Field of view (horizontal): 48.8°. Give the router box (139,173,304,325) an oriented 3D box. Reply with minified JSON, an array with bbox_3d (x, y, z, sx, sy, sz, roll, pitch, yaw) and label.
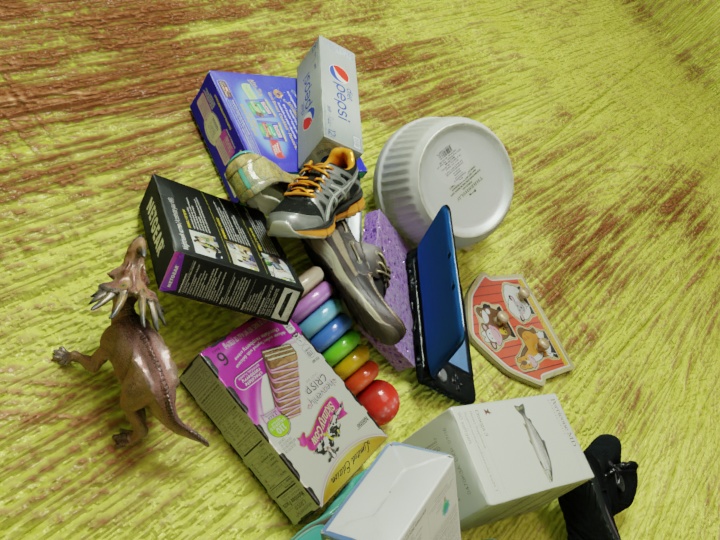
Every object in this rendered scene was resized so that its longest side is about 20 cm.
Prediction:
[{"bbox_3d":[-0.159,-0.027,0.881,0.147,0.052,0.200,19,20,-29],"label":"router box"}]

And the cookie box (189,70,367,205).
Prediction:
[{"bbox_3d":[-0.110,-0.180,1.094,0.198,0.075,0.173,-7,63,-44],"label":"cookie box"}]

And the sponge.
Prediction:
[{"bbox_3d":[0.038,0.023,1.060,0.112,0.029,0.202,49,33,-36],"label":"sponge"}]

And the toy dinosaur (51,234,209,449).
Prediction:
[{"bbox_3d":[-0.205,0.082,0.748,0.085,0.135,0.201,-24,75,-48],"label":"toy dinosaur"}]

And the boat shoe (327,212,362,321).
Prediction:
[{"bbox_3d":[-0.029,-0.019,1.050,0.056,0.069,0.203,1,57,3],"label":"boat shoe"}]

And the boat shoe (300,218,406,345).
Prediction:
[{"bbox_3d":[0.000,0.000,0.948,0.073,0.075,0.201,-33,60,-10],"label":"boat shoe"}]

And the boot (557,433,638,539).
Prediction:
[{"bbox_3d":[0.329,0.328,1.051,0.167,0.076,0.203,1,72,-53],"label":"boot"}]

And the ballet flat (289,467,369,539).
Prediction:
[{"bbox_3d":[-0.027,0.276,0.793,0.067,0.071,0.199,41,42,12],"label":"ballet flat"}]

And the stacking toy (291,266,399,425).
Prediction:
[{"bbox_3d":[-0.022,0.096,0.943,0.201,0.085,0.085,51,40,0],"label":"stacking toy"}]

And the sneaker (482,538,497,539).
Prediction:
[{"bbox_3d":[0.131,0.355,0.851,0.198,0.083,0.122,15,53,-42],"label":"sneaker"}]

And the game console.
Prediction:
[{"bbox_3d":[0.128,0.049,1.043,0.170,0.117,0.203,30,46,-40],"label":"game console"}]

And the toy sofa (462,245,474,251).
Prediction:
[{"bbox_3d":[0.119,-0.122,1.255,0.198,0.098,0.083,27,19,-21],"label":"toy sofa"}]

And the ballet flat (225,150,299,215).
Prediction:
[{"bbox_3d":[-0.096,-0.089,0.990,0.071,0.070,0.199,64,17,21],"label":"ballet flat"}]

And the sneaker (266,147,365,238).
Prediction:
[{"bbox_3d":[-0.055,-0.089,0.934,0.077,0.079,0.200,6,23,19],"label":"sneaker"}]

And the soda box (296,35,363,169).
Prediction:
[{"bbox_3d":[-0.044,-0.219,1.071,0.063,0.068,0.202,19,47,-28],"label":"soda box"}]

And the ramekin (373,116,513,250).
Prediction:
[{"bbox_3d":[0.126,-0.124,1.138,0.197,0.105,0.204,0,91,-23],"label":"ramekin"}]

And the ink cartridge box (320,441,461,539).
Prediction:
[{"bbox_3d":[0.039,0.290,0.760,0.136,0.075,0.203,-40,129,-48],"label":"ink cartridge box"}]

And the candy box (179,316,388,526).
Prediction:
[{"bbox_3d":[-0.080,0.149,0.858,0.201,0.061,0.136,50,40,4],"label":"candy box"}]

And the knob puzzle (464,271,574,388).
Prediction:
[{"bbox_3d":[0.234,0.084,1.209,0.217,0.030,0.222,23,46,-25],"label":"knob puzzle"}]

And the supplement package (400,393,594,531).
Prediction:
[{"bbox_3d":[0.162,0.232,0.957,0.198,0.117,0.118,1,56,-41],"label":"supplement package"}]
